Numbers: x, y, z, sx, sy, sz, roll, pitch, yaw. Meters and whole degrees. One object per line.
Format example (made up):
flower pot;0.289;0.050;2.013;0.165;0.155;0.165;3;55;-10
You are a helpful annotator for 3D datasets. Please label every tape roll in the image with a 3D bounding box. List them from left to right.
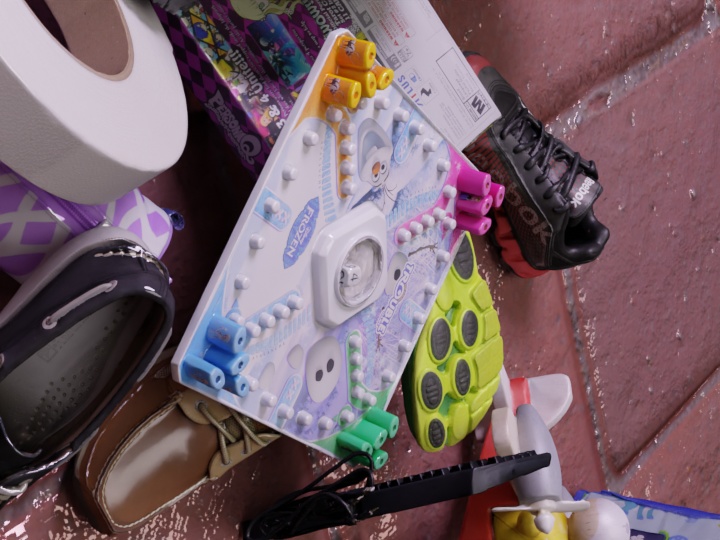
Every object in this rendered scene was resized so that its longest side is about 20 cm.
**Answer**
tape roll;-0.152;-0.126;0.591;0.203;0.037;0.203;53;19;-26

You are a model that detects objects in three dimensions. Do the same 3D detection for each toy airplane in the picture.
toy airplane;0.128;0.166;0.923;0.200;0.140;0.201;-32;127;-61

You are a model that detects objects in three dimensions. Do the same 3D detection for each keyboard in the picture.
keyboard;0.007;0.124;0.753;0.104;0.199;0.040;-9;79;-50

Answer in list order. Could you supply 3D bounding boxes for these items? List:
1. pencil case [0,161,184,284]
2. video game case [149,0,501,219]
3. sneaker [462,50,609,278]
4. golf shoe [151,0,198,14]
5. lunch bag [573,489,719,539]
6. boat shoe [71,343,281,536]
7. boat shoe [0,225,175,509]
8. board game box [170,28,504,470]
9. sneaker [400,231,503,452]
pencil case;-0.174;-0.055;0.616;0.084;0.085;0.200;-47;127;-7
video game case;-0.021;-0.131;0.774;0.181;0.036;0.201;-43;103;-38
sneaker;0.125;-0.078;0.941;0.071;0.097;0.201;-50;125;-31
golf shoe;-0.115;-0.229;0.633;0.078;0.094;0.201;-79;144;-70
lunch bag;0.225;0.284;1.018;0.127;0.169;0.202;33;69;-44
boat shoe;-0.079;0.074;0.737;0.200;0.073;0.076;-45;123;-37
boat shoe;-0.162;0.069;0.598;0.200;0.060;0.074;-45;126;0
board game box;0.000;0.000;0.717;0.200;0.026;0.201;37;75;-54
sneaker;0.041;0.019;0.855;0.073;0.083;0.202;-6;86;-30
